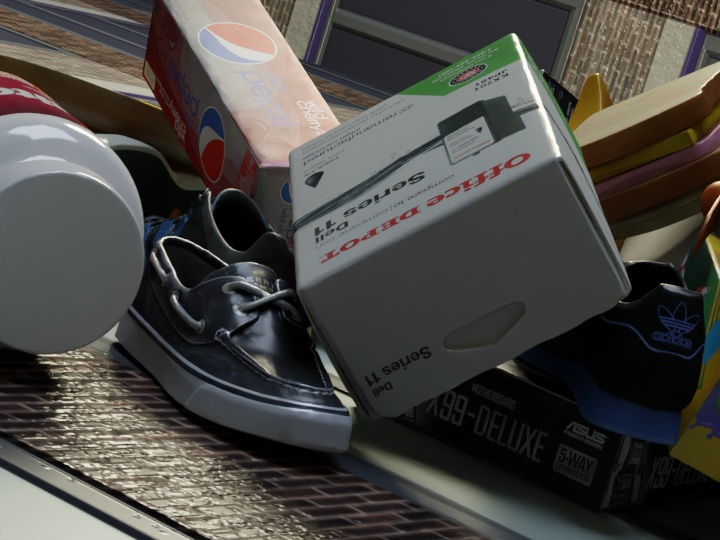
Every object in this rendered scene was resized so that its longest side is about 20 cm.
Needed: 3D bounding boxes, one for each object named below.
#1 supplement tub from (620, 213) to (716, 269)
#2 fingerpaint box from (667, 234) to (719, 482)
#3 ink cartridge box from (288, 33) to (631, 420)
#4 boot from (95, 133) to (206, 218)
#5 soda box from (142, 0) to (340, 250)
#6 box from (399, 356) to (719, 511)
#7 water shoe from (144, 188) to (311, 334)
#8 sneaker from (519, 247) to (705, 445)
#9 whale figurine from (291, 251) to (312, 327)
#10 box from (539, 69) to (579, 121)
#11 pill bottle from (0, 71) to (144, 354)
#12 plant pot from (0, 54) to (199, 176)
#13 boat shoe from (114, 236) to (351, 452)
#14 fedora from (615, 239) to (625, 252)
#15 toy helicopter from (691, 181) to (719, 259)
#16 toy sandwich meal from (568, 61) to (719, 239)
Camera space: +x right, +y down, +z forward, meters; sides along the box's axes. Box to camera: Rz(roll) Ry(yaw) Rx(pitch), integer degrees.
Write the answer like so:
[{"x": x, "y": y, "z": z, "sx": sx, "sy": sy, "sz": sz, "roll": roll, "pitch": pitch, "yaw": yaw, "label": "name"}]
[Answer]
[{"x": 0.274, "y": 0.021, "z": 1.435, "sx": 0.200, "sy": 0.145, "sz": 0.145, "roll": 42, "pitch": 3, "yaw": -12, "label": "supplement tub"}, {"x": 0.251, "y": 0.082, "z": 1.194, "sx": 0.199, "sy": 0.074, "sz": 0.167, "roll": 29, "pitch": 18, "yaw": -9, "label": "fingerpaint box"}, {"x": 0.044, "y": -0.026, "z": 1.161, "sx": 0.083, "sy": 0.146, "sz": 0.200, "roll": 60, "pitch": 8, "yaw": -21, "label": "ink cartridge box"}, {"x": -0.183, "y": -0.058, "z": 1.453, "sx": 0.144, "sy": 0.073, "sz": 0.200, "roll": 20, "pitch": 0, "yaw": 20, "label": "boot"}, {"x": -0.067, "y": -0.093, "z": 1.388, "sx": 0.070, "sy": 0.064, "sz": 0.200, "roll": -3, "pitch": 38, "yaw": -24, "label": "soda box"}, {"x": 0.116, "y": 0.074, "z": 1.255, "sx": 0.157, "sy": 0.050, "sz": 0.200, "roll": 24, "pitch": 11, "yaw": 31, "label": "box"}, {"x": -0.082, "y": -0.010, "z": 1.297, "sx": 0.071, "sy": 0.079, "sz": 0.200, "roll": 11, "pitch": 10, "yaw": -39, "label": "water shoe"}, {"x": 0.128, "y": 0.024, "z": 1.169, "sx": 0.070, "sy": 0.078, "sz": 0.200, "roll": 14, "pitch": 10, "yaw": -16, "label": "sneaker"}, {"x": 0.000, "y": 0.000, "z": 1.424, "sx": 0.159, "sy": 0.104, "sz": 0.200, "roll": 30, "pitch": 31, "yaw": -5, "label": "whale figurine"}, {"x": 0.153, "y": -0.036, "z": 1.602, "sx": 0.200, "sy": 0.117, "sz": 0.060, "roll": 37, "pitch": 44, "yaw": -21, "label": "box"}, {"x": -0.169, "y": -0.027, "z": 1.111, "sx": 0.113, "sy": 0.113, "sz": 0.200, "roll": 14, "pitch": 9, "yaw": -24, "label": "pill bottle"}, {"x": -0.166, "y": -0.097, "z": 1.526, "sx": 0.199, "sy": 0.028, "sz": 0.200, "roll": 21, "pitch": -3, "yaw": 1, "label": "plant pot"}, {"x": -0.058, "y": 0.031, "z": 1.115, "sx": 0.071, "sy": 0.068, "sz": 0.200, "roll": 13, "pitch": 10, "yaw": -28, "label": "boat shoe"}, {"x": 0.140, "y": 0.004, "z": 1.541, "sx": 0.200, "sy": 0.201, "sz": 0.082, "roll": 17, "pitch": 47, "yaw": 0, "label": "fedora"}, {"x": 0.228, "y": -0.019, "z": 1.224, "sx": 0.132, "sy": 0.079, "sz": 0.200, "roll": 19, "pitch": 8, "yaw": -9, "label": "toy helicopter"}, {"x": 0.180, "y": -0.087, "z": 1.378, "sx": 0.070, "sy": 0.205, "sz": 0.205, "roll": 60, "pitch": -4, "yaw": -17, "label": "toy sandwich meal"}]
